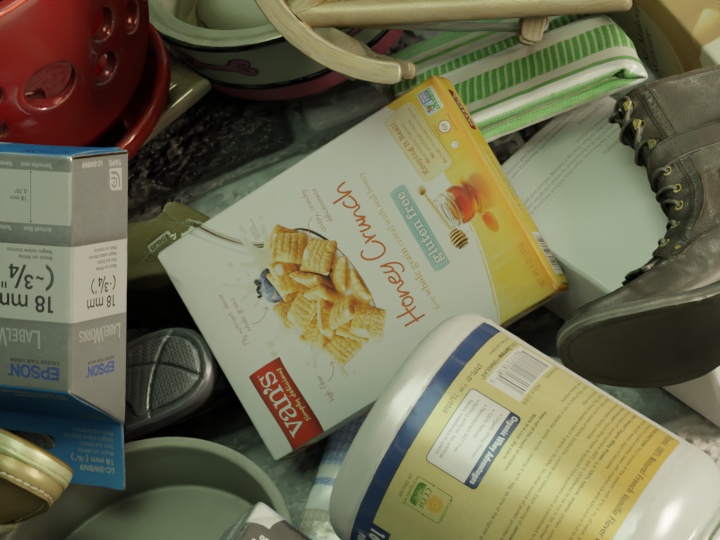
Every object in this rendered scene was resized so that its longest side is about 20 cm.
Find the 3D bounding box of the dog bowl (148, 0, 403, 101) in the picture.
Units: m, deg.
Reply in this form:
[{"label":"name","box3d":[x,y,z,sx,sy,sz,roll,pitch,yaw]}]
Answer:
[{"label":"dog bowl","box3d":[-0.049,-0.195,1.588,0.200,0.074,0.200,-12,47,13]}]

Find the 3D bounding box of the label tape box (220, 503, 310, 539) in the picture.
[{"label":"label tape box","box3d":[-0.054,0.245,1.225,0.144,0.063,0.200,36,66,-6]}]

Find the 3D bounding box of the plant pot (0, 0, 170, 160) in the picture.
[{"label":"plant pot","box3d":[-0.219,-0.148,1.462,0.200,0.183,0.201,-12,48,13]}]

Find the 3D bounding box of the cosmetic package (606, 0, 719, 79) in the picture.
[{"label":"cosmetic package","box3d":[0.208,-0.166,1.481,0.071,0.105,0.200,-30,50,-6]}]

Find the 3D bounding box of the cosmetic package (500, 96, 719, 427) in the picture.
[{"label":"cosmetic package","box3d":[0.174,-0.009,1.389,0.113,0.081,0.200,-41,55,-14]}]

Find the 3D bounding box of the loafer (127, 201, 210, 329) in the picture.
[{"label":"loafer","box3d":[-0.099,-0.007,1.472,0.200,0.076,0.068,-2,60,15]}]

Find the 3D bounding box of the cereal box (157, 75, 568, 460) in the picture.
[{"label":"cereal box","box3d":[0.000,0.000,1.373,0.200,0.040,0.144,-33,82,15]}]

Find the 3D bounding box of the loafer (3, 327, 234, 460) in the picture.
[{"label":"loafer","box3d":[-0.168,0.089,1.439,0.200,0.063,0.072,-16,69,18]}]

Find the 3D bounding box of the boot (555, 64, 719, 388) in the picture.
[{"label":"boot","box3d":[0.178,-0.033,1.319,0.200,0.069,0.174,-18,50,-7]}]

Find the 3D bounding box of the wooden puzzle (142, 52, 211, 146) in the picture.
[{"label":"wooden puzzle","box3d":[-0.218,-0.101,1.572,0.185,0.037,0.200,-41,49,-15]}]

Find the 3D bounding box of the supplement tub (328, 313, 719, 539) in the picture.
[{"label":"supplement tub","box3d":[0.099,0.129,1.246,0.200,0.144,0.144,32,67,14]}]

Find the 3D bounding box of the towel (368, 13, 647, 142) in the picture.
[{"label":"towel","box3d":[0.088,-0.124,1.478,0.152,0.023,0.200,-23,20,0]}]

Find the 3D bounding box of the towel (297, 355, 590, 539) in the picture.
[{"label":"towel","box3d":[0.040,0.126,1.364,0.147,0.024,0.200,7,57,23]}]

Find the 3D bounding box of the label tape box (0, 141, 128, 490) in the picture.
[{"label":"label tape box","box3d":[-0.209,0.027,1.365,0.144,0.063,0.200,4,98,25]}]

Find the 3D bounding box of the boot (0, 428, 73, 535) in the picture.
[{"label":"boot","box3d":[-0.248,0.170,1.348,0.200,0.072,0.155,-17,42,52]}]

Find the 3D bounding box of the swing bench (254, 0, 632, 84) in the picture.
[{"label":"swing bench","box3d":[0.041,-0.177,1.384,0.200,0.199,0.130,-21,94,7]}]

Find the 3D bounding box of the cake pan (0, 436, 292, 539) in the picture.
[{"label":"cake pan","box3d":[-0.125,0.187,1.349,0.200,0.037,0.200,-12,49,14]}]
